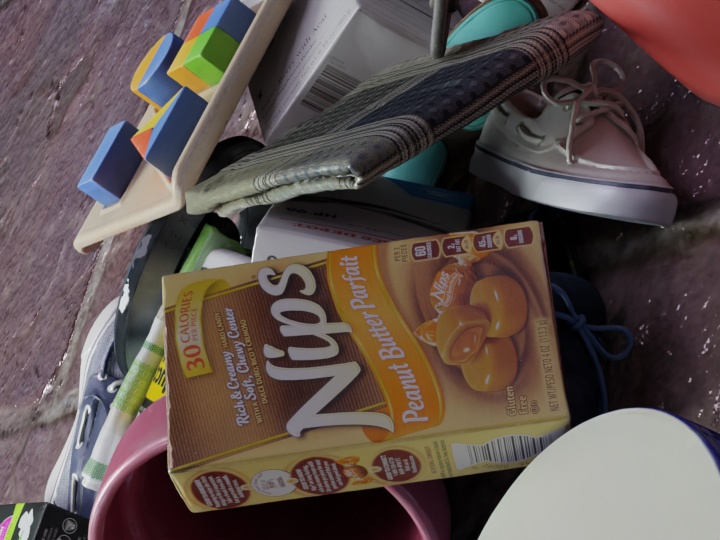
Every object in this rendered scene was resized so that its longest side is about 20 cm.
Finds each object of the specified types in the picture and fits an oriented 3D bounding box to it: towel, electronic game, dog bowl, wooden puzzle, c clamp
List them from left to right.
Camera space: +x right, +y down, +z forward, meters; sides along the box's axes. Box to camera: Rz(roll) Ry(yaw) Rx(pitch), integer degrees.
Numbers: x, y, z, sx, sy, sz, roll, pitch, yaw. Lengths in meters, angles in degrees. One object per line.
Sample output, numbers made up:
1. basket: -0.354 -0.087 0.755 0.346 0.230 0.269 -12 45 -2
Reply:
1. wooden puzzle: -0.135 -0.112 1.311 0.200 0.046 0.185 -22 38 60
2. towel: -0.121 0.075 1.343 0.031 0.149 0.200 25 87 20
3. electronic game: -0.119 -0.005 1.371 0.200 0.042 0.200 -54 -20 -30
4. towel: 0.017 -0.083 1.065 0.193 0.035 0.200 -35 15 -29
5. c clamp: 0.054 -0.216 1.070 0.200 0.027 0.171 93 -172 -60
6. dog bowl: 0.127 0.167 0.848 0.200 0.079 0.200 -42 34 37

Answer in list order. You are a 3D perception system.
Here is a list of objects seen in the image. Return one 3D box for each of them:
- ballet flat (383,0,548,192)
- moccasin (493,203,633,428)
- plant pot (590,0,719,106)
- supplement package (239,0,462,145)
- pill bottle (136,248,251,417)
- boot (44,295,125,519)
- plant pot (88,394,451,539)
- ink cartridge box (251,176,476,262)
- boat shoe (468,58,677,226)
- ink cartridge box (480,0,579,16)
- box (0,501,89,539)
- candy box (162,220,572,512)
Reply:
1. ballet flat: 0.065 -0.091 1.206 0.068 0.072 0.200 34 105 21
2. moccasin: 0.099 0.025 1.027 0.068 0.080 0.200 -46 32 23
3. plant pot: 0.174 -0.213 0.993 0.200 0.177 0.201 -43 33 37
4. supplement package: -0.005 -0.158 1.328 0.121 0.120 0.200 -54 28 21
5. pill bottle: -0.089 0.095 1.262 0.112 0.112 0.200 16 81 63
6. boot: -0.184 0.118 1.478 0.090 0.073 0.200 6 80 55
7. plant pot: -0.041 0.117 1.095 0.200 0.200 0.179 -47 15 30
8. ink cartridge box: 0.000 0.000 1.089 0.200 0.116 0.068 -66 -13 -71
9. boat shoe: 0.126 -0.080 1.070 0.202 0.075 0.086 -145 65 -70
10. ink cartridge box: 0.138 -0.275 1.216 0.200 0.086 0.148 -49 30 25
11. box: -0.243 0.261 1.381 0.200 0.124 0.149 -14 53 58
12. candy box: 0.002 0.049 0.949 0.055 0.200 0.116 76 -173 -58
